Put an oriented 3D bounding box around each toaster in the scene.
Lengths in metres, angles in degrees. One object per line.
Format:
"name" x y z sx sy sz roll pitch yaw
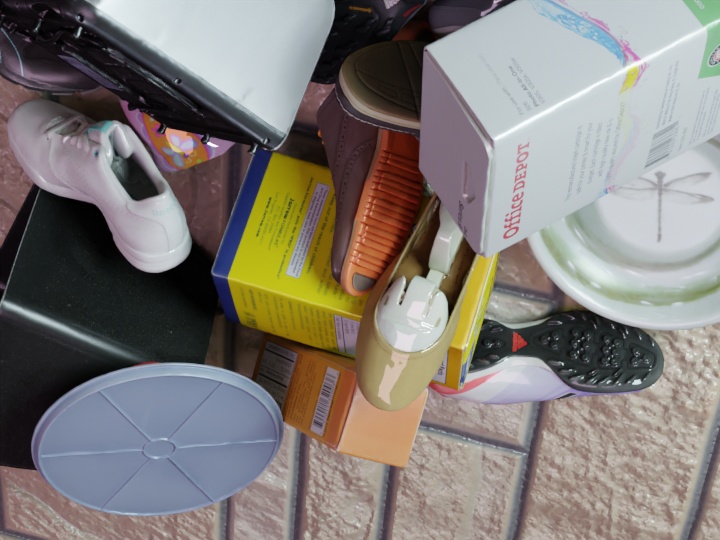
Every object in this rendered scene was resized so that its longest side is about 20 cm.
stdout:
"toaster" -0.140 -0.175 1.058 0.199 0.120 0.180 32 171 -32

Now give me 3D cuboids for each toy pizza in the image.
"toy pizza" -0.159 0.128 1.275 0.198 0.032 0.201 -7 140 -6

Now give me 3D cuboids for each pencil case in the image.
"pencil case" -0.158 -0.173 1.203 0.087 0.088 0.201 -12 120 27

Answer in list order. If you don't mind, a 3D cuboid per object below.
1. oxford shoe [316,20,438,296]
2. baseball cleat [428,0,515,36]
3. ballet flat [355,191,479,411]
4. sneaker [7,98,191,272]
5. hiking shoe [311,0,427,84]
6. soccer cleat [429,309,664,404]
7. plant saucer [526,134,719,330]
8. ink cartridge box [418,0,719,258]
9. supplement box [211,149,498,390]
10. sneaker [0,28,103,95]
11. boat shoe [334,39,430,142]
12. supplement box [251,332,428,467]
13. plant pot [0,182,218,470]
"oxford shoe" 0.003 -0.082 1.171 0.072 0.202 0.071 9 172 30
"baseball cleat" 0.125 -0.226 1.081 0.198 0.070 0.107 -17 106 24
"ballet flat" 0.047 0.000 1.140 0.068 0.202 0.063 21 162 8
"sneaker" -0.200 -0.089 1.239 0.199 0.075 0.089 38 150 26
"hiking shoe" 0.018 -0.195 1.119 0.199 0.087 0.075 -30 99 45
"soccer cleat" 0.145 0.076 1.301 0.197 0.069 0.073 0 149 15
"plant saucer" 0.218 -0.049 1.180 0.198 0.050 0.202 10 128 13
"ink cartridge box" 0.140 -0.113 1.020 0.088 0.199 0.146 54 166 24
"supplement box" 0.000 0.000 1.233 0.198 0.111 0.109 17 161 7
"sneaker" -0.272 -0.201 1.225 0.198 0.076 0.080 27 128 -2
"boat shoe" 0.061 -0.112 1.120 0.066 0.199 0.072 -45 59 46
"supplement box" -0.023 0.099 1.287 0.066 0.200 0.070 16 92 -25
"plant pot" -0.226 0.052 1.336 0.176 0.201 0.200 24 131 -17
